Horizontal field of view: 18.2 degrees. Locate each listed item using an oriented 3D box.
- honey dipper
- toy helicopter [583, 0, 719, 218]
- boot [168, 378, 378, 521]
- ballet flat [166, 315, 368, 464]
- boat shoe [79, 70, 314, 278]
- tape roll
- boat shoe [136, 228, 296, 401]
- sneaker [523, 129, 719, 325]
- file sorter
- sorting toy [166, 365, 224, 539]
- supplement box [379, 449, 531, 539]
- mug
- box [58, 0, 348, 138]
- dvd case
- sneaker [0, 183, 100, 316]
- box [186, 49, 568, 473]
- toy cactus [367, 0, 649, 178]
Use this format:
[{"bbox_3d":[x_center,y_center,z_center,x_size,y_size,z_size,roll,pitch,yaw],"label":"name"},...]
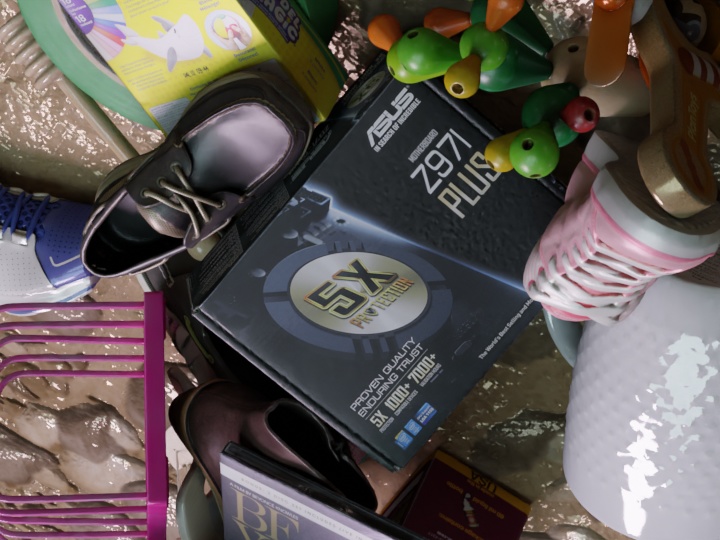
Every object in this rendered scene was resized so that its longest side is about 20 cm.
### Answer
[{"bbox_3d":[-0.159,-0.085,1.450,0.200,0.038,0.038,51,134,-4],"label":"honey dipper"},{"bbox_3d":[0.164,-0.107,1.185,0.079,0.200,0.132,-29,121,29],"label":"toy helicopter"},{"bbox_3d":[-0.034,0.152,1.433,0.200,0.072,0.166,50,159,-20],"label":"boot"},{"bbox_3d":[-0.071,0.071,1.565,0.200,0.071,0.069,34,136,-7],"label":"ballet flat"},{"bbox_3d":[-0.099,-0.046,1.332,0.074,0.073,0.200,38,138,-15],"label":"boat shoe"},{"bbox_3d":[-0.114,-0.173,1.370,0.200,0.048,0.201,14,135,14],"label":"tape roll"},{"bbox_3d":[-0.088,0.024,1.498,0.201,0.072,0.061,60,153,-7],"label":"boat shoe"},{"bbox_3d":[0.142,-0.008,1.229,0.075,0.200,0.105,23,102,-6],"label":"sneaker"},{"bbox_3d":[-0.192,0.108,1.502,0.125,0.139,0.200,-1,163,-6],"label":"file sorter"},{"bbox_3d":[-0.101,0.162,1.582,0.107,0.200,0.180,-14,139,7],"label":"sorting toy"},{"bbox_3d":[0.034,0.241,1.580,0.086,0.200,0.110,31,137,-4],"label":"supplement box"},{"bbox_3d":[0.187,0.044,1.376,0.200,0.147,0.176,36,137,36],"label":"mug"},{"bbox_3d":[-0.110,-0.160,1.312,0.117,0.048,0.200,-15,126,36],"label":"box"},{"bbox_3d":[-0.021,0.204,1.409,0.148,0.016,0.200,25,141,21],"label":"dvd case"},{"bbox_3d":[-0.270,-0.036,1.554,0.199,0.081,0.115,-1,133,29],"label":"sneaker"},{"bbox_3d":[0.020,-0.009,1.356,0.164,0.086,0.200,40,97,-14],"label":"box"},{"bbox_3d":[0.095,-0.124,1.253,0.165,0.200,0.102,8,118,-29],"label":"toy cactus"}]
